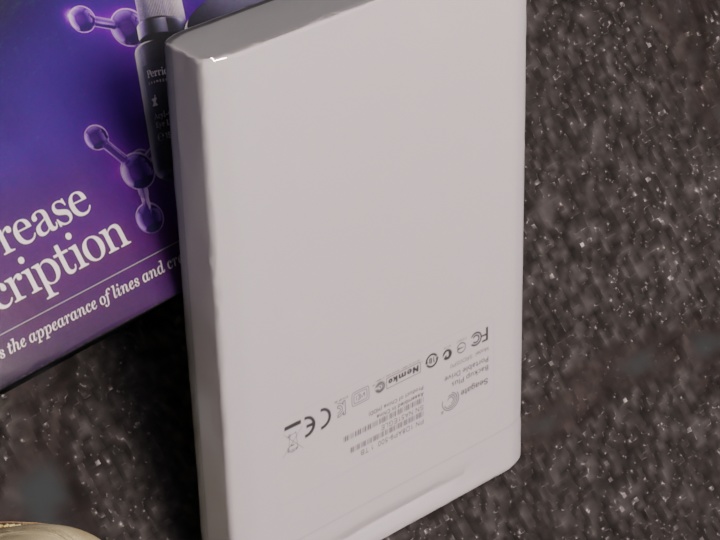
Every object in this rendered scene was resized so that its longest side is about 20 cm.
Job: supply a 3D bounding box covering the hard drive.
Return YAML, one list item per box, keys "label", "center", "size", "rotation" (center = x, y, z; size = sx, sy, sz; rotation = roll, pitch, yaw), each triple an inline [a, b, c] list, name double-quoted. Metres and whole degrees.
- label: "hard drive"
  center: [0.000, 0.000, 0.779]
  size: [0.132, 0.027, 0.201]
  rotation: [-25, 128, -34]

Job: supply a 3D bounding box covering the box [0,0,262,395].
- label: "box"
  center: [-0.101, -0.047, 0.778]
  size: [0.200, 0.079, 0.142]
  rotation: [-30, 90, -31]

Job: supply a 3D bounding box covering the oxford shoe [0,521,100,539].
- label: "oxford shoe"
  center: [-0.099, 0.111, 0.684]
  size: [0.200, 0.074, 0.071]
  rotation: [-31, 107, -74]
